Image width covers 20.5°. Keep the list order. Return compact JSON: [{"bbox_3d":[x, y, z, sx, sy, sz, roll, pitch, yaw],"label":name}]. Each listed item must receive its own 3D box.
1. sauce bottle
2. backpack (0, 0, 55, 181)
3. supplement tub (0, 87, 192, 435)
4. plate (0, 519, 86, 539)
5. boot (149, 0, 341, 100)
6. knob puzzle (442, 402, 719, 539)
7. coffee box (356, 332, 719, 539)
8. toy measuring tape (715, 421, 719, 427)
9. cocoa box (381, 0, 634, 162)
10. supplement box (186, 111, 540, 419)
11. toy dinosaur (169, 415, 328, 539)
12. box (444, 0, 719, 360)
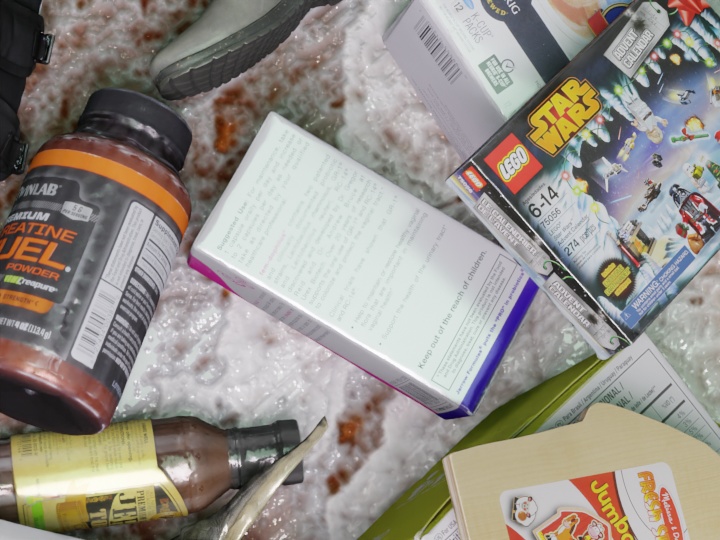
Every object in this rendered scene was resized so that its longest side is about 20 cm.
[{"bbox_3d":[-0.134,0.124,1.236,0.198,0.065,0.065,-7,86,-6],"label":"sauce bottle"},{"bbox_3d":[-0.287,-0.135,1.174,0.149,0.200,0.179,13,84,14],"label":"backpack"},{"bbox_3d":[-0.168,-0.009,1.214,0.106,0.107,0.201,21,68,-5],"label":"supplement tub"},{"bbox_3d":[-0.182,0.247,1.118,0.198,0.032,0.201,13,83,-6],"label":"plate"},{"bbox_3d":[-0.081,-0.208,1.281,0.199,0.068,0.131,-37,86,-17],"label":"boot"},{"bbox_3d":[0.147,0.169,1.056,0.218,0.030,0.222,8,68,-21],"label":"knob puzzle"},{"bbox_3d":[0.117,0.190,1.168,0.200,0.200,0.198,-39,90,-29],"label":"coffee box"},{"bbox_3d":[0.236,0.148,1.263,0.199,0.074,0.074,34,81,23],"label":"toy measuring tape"},{"bbox_3d":[0.129,-0.113,1.257,0.131,0.133,0.201,-34,90,-11],"label":"cocoa box"},{"bbox_3d":[0.000,0.000,1.247,0.199,0.101,0.104,30,81,-4],"label":"supplement box"},{"bbox_3d":[-0.083,0.179,1.198,0.200,0.047,0.088,-41,49,16],"label":"toy dinosaur"},{"bbox_3d":[0.161,-0.065,1.145,0.137,0.040,0.200,47,62,-2],"label":"box"}]
